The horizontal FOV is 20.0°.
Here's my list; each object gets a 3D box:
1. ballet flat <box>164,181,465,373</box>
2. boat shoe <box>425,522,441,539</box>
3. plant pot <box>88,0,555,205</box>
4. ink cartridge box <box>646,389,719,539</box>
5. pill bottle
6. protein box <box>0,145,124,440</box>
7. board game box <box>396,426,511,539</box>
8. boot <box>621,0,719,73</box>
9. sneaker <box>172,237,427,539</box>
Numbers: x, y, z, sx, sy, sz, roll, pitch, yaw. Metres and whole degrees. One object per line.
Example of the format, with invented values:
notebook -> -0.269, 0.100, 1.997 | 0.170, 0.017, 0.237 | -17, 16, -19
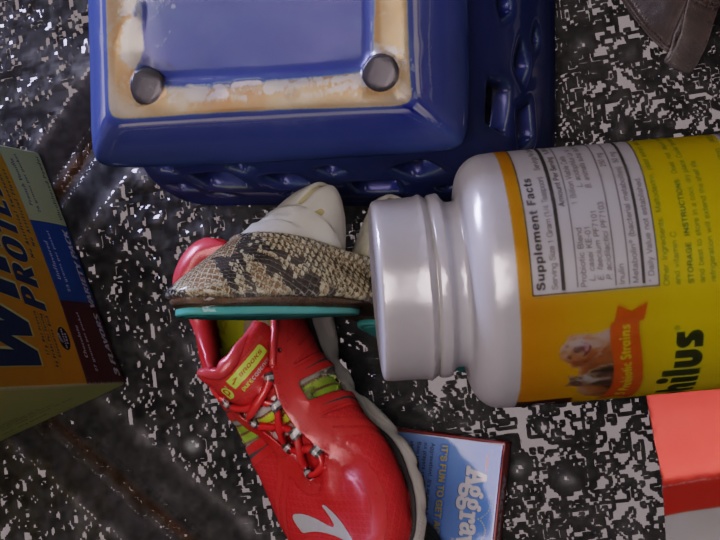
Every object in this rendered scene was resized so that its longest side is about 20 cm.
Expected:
ballet flat -> 0.000, 0.000, 0.944 | 0.068, 0.199, 0.076 | -5, 76, 55
boat shoe -> 0.025, 0.218, 0.955 | 0.065, 0.074, 0.203 | -19, 78, 23
plant pot -> -0.023, -0.133, 0.944 | 0.199, 0.180, 0.201 | -1, 88, 16
ink cartridge box -> 0.213, 0.117, 0.901 | 0.161, 0.050, 0.201 | -11, 88, 16
pill bottle -> 0.105, 0.000, 0.874 | 0.199, 0.109, 0.110 | -5, 86, -2
protein box -> -0.258, 0.033, 0.996 | 0.198, 0.200, 0.135 | -25, 82, 14
board game box -> 0.013, 0.177, 1.004 | 0.102, 0.019, 0.201 | 6, 90, 18
boot -> 0.158, -0.206, 0.936 | 0.069, 0.200, 0.174 | 17, 126, -16
sneaker -> -0.039, 0.066, 0.962 | 0.077, 0.085, 0.200 | -40, 55, 14
